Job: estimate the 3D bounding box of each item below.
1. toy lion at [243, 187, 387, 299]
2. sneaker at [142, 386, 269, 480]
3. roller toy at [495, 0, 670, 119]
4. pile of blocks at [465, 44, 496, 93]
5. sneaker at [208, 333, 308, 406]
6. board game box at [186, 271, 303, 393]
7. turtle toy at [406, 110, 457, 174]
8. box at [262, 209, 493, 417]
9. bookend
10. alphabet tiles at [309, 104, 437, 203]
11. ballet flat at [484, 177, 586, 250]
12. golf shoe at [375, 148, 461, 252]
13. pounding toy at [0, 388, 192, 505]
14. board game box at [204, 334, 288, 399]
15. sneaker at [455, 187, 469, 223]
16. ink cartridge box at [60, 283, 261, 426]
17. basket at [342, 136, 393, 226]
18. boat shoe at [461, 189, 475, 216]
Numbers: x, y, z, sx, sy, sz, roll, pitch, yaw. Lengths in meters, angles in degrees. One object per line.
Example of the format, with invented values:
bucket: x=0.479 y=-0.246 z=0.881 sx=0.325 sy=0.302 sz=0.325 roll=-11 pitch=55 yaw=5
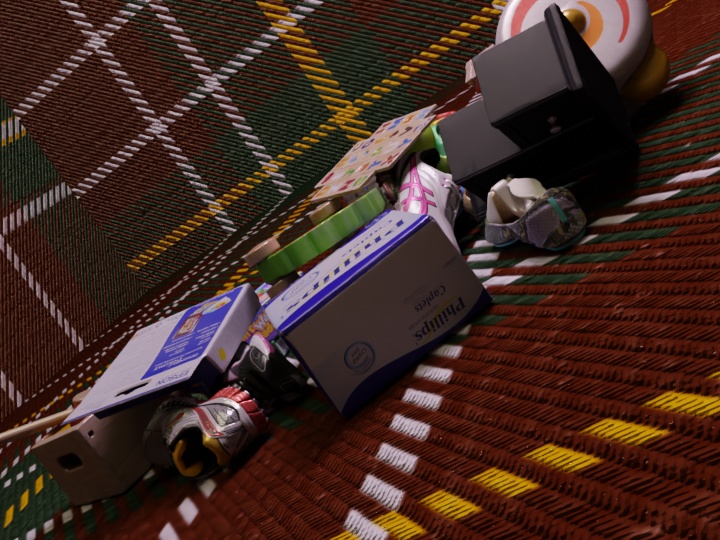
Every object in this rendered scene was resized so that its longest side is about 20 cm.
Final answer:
toy lion: x=-0.036 y=-0.047 z=1.116 sx=0.199 sy=0.069 sz=0.191 roll=-37 pitch=5 yaw=-42
sneaker: x=-0.186 y=0.181 z=1.010 sx=0.199 sy=0.078 sz=0.082 roll=-25 pitch=16 yaw=47
roller toy: x=0.257 y=-0.260 z=1.117 sx=0.180 sy=0.203 sz=0.140 roll=-20 pitch=-25 yaw=12
pile of blocks: x=0.218 y=-0.233 z=1.320 sx=0.081 sy=0.199 sz=0.063 roll=-9 pitch=61 yaw=33
sneaker: x=-0.124 y=0.134 z=1.069 sx=0.087 sy=0.080 sz=0.200 roll=-52 pitch=7 yaw=-18
board game box: x=-0.163 y=0.086 z=1.274 sx=0.200 sy=0.045 sz=0.134 roll=-42 pitch=12 yaw=-27
turtle toy: x=0.118 y=-0.172 z=1.330 sx=0.144 sy=0.103 sz=0.198 roll=-14 pitch=-1 yaw=44
box: x=0.008 y=0.033 z=0.948 sx=0.183 sy=0.106 sz=0.200 roll=-38 pitch=11 yaw=-6
bookend: x=0.158 y=-0.150 z=0.965 sx=0.197 sy=0.094 sz=0.199 roll=-23 pitch=-22 yaw=24
alphabet tiles: x=0.016 y=-0.151 z=1.220 sx=0.167 sy=0.006 sz=0.199 roll=-49 pitch=19 yaw=-23
ballet flat: x=0.166 y=-0.064 z=0.956 sx=0.072 sy=0.072 sz=0.200 roll=-37 pitch=10 yaw=-8
golf shoe: x=0.083 y=-0.080 z=1.117 sx=0.091 sy=0.073 sz=0.201 roll=-33 pitch=42 yaw=9
pounding toy: x=-0.356 y=0.210 z=1.249 sx=0.199 sy=0.143 sz=0.184 roll=-24 pitch=15 yaw=46
board game box: x=-0.140 y=0.101 z=1.338 sx=0.134 sy=0.029 sz=0.200 roll=-33 pitch=11 yaw=22
sneaker: x=0.113 y=-0.086 z=1.266 sx=0.081 sy=0.072 sz=0.199 roll=-15 pitch=1 yaw=-18
ink cartridge box: x=-0.230 y=0.111 z=1.114 sx=0.195 sy=0.047 sz=0.201 roll=-21 pitch=24 yaw=25
basket: x=0.058 y=-0.158 z=1.501 sx=0.175 sy=0.140 sz=0.201 roll=-28 pitch=22 yaw=33
boat shoe: x=0.180 y=-0.139 z=1.170 sx=0.201 sy=0.071 sz=0.068 roll=-56 pitch=-22 yaw=-51
